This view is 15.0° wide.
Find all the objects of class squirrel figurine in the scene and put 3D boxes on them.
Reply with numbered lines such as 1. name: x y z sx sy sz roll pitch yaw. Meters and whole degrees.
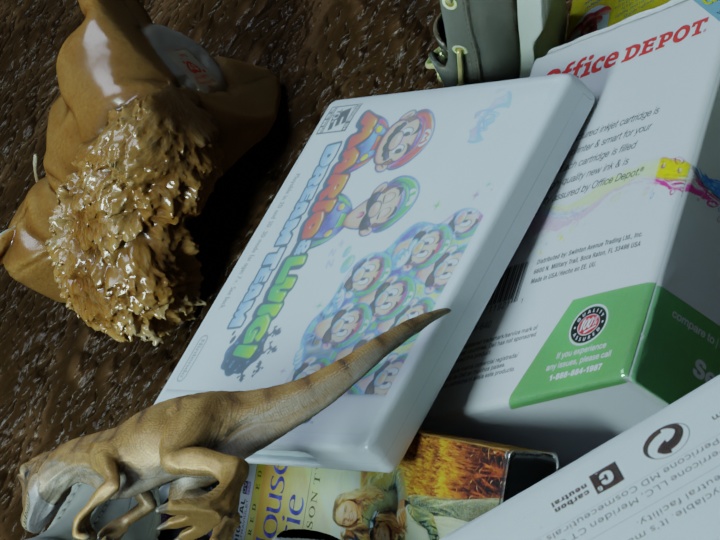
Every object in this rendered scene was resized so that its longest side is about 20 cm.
1. squirrel figurine: -0.151 -0.044 1.620 0.187 0.141 0.200 -50 25 24

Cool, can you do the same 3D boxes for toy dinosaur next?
1. toy dinosaur: -0.060 0.069 1.113 0.200 0.060 0.106 -19 45 14

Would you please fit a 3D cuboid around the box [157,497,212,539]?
1. box: -0.107 0.186 1.166 0.143 0.036 0.200 -52 14 6

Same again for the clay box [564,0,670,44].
1. clay box: 0.161 -0.162 1.337 0.115 0.048 0.200 -27 40 44

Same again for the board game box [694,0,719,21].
1. board game box: 0.207 -0.135 1.071 0.105 0.200 0.103 -28 38 41

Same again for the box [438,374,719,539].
1. box: 0.128 0.151 0.902 0.199 0.131 0.200 -30 31 3

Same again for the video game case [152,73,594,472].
1. video game case: 0.000 0.000 1.234 0.182 0.024 0.200 -2 52 54

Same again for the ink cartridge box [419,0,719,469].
1. ink cartridge box: 0.122 -0.010 1.195 0.145 0.084 0.200 -17 46 52

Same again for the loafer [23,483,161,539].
1. loafer: -0.139 0.142 1.160 0.070 0.070 0.200 -43 16 35

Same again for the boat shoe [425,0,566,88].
1. boat shoe: 0.064 -0.116 1.315 0.202 0.060 0.072 89 -161 -58

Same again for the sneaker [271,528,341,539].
1. sneaker: -0.021 0.220 1.093 0.147 0.080 0.200 -56 44 29

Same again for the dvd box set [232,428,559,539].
1. dvd box set: 0.006 0.137 1.175 0.200 0.029 0.147 8 88 57

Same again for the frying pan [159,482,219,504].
1. frying pan: -0.073 0.139 1.320 0.190 0.031 0.115 130 134 -61
